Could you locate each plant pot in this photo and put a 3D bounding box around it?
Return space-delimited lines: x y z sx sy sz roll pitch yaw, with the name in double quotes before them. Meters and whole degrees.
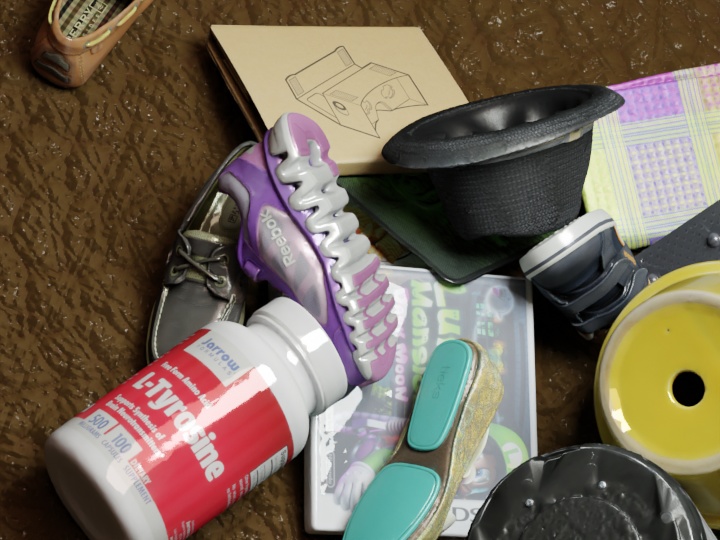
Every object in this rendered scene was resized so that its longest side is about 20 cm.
"plant pot" 0.255 0.088 1.627 0.201 0.200 0.189 58 14 16

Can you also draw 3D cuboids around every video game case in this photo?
"video game case" 0.045 0.097 1.653 0.181 0.023 0.202 5 74 -21

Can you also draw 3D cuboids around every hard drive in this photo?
"hard drive" 0.292 0.057 1.763 0.042 0.135 0.201 4 57 -51

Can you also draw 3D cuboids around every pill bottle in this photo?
"pill bottle" -0.109 0.107 1.544 0.200 0.112 0.112 -36 78 -24

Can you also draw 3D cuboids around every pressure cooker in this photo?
"pressure cooker" 0.175 0.227 1.559 0.178 0.200 0.177 -26 64 8

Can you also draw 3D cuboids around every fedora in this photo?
"fedora" 0.114 -0.076 1.689 0.200 0.200 0.092 -19 104 -31

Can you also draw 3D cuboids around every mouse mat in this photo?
"mouse mat" 0.052 -0.070 1.752 0.200 0.008 0.161 40 40 23

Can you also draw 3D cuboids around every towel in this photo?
"towel" 0.269 -0.095 1.866 0.199 0.023 0.145 -11 82 -15

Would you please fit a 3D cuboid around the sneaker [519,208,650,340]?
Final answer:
"sneaker" 0.179 0.004 1.720 0.080 0.078 0.200 58 12 9

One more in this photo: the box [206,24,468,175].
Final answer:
"box" -0.006 -0.136 1.778 0.199 0.021 0.164 -3 46 -31

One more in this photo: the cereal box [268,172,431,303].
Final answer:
"cereal box" 0.000 0.000 1.722 0.143 0.040 0.201 9 58 -19

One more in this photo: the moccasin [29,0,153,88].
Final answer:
"moccasin" -0.196 -0.235 1.756 0.073 0.078 0.202 34 53 -1

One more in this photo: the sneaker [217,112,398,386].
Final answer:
"sneaker" -0.041 -0.007 1.604 0.201 0.088 0.080 67 20 1

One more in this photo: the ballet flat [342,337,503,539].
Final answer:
"ballet flat" 0.050 0.146 1.601 0.070 0.071 0.201 27 70 -6

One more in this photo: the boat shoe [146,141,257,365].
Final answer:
"boat shoe" -0.112 -0.009 1.646 0.071 0.066 0.202 12 58 15
